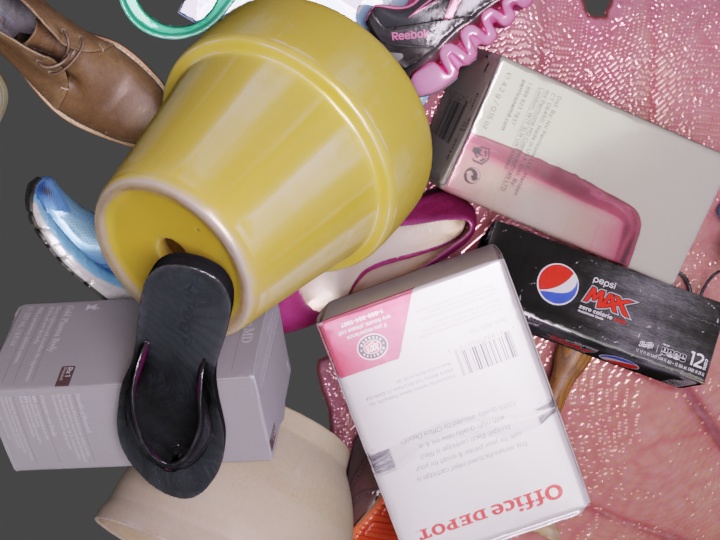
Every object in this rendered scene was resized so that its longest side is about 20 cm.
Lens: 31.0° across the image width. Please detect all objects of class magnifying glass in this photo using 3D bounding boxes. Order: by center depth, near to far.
[{"bbox_3d":[-0.084,-0.234,0.952,0.200,0.022,0.080,-26,102,-3],"label":"magnifying glass"}]

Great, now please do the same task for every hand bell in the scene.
[{"bbox_3d":[0.159,0.113,1.089,0.104,0.104,0.200,26,84,-12],"label":"hand bell"}]

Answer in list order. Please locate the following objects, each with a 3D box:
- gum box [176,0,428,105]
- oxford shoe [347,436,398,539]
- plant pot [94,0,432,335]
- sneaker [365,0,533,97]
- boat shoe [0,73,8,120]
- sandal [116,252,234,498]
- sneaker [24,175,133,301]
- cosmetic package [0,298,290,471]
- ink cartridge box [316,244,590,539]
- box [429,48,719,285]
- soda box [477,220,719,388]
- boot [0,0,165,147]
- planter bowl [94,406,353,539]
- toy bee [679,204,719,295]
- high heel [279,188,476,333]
[{"bbox_3d":[-0.013,-0.220,0.999,0.200,0.045,0.170,29,96,-14],"label":"gum box"},{"bbox_3d":[0.018,0.183,1.083,0.071,0.073,0.200,25,99,-43],"label":"oxford shoe"},{"bbox_3d":[-0.079,-0.061,0.909,0.201,0.201,0.189,54,48,-15],"label":"plant pot"},{"bbox_3d":[0.086,-0.222,0.959,0.200,0.079,0.095,-44,95,0],"label":"sneaker"},{"bbox_3d":[-0.329,-0.065,0.979,0.073,0.063,0.200,22,99,-13],"label":"boat shoe"},{"bbox_3d":[-0.126,0.081,0.855,0.075,0.048,0.201,10,125,3],"label":"sandal"},{"bbox_3d":[-0.173,-0.015,1.016,0.200,0.078,0.090,39,85,-23],"label":"sneaker"},{"bbox_3d":[-0.157,0.080,0.950,0.200,0.107,0.090,-7,125,8],"label":"cosmetic package"},{"bbox_3d":[0.070,0.100,0.979,0.146,0.083,0.200,-20,98,5],"label":"ink cartridge box"},{"bbox_3d":[0.160,-0.083,1.010,0.200,0.128,0.109,22,99,-11],"label":"box"},{"bbox_3d":[0.185,0.029,1.046,0.200,0.063,0.071,20,78,-2],"label":"soda box"},{"bbox_3d":[-0.223,-0.156,0.969,0.200,0.075,0.074,37,93,-15],"label":"boot"},{"bbox_3d":[-0.088,0.176,1.015,0.200,0.200,0.135,29,70,-13],"label":"planter bowl"},{"bbox_3d":[0.342,-0.025,1.059,0.131,0.109,0.200,22,98,-14],"label":"toy bee"},{"bbox_3d":[0.000,0.000,1.022,0.200,0.096,0.067,-26,105,-2],"label":"high heel"}]
